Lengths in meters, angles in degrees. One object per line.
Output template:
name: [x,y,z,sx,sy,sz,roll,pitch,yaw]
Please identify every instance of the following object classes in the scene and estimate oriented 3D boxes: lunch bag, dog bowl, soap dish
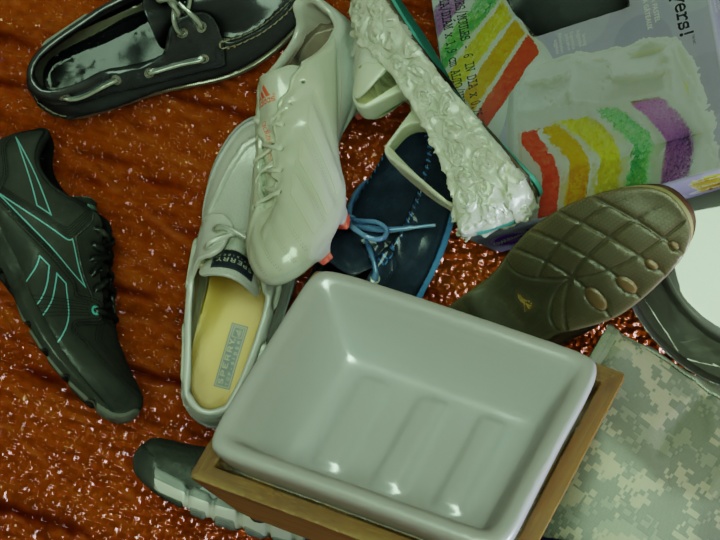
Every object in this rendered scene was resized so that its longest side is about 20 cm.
lunch bag: [0.165,0.153,1.582,0.164,0.118,0.200,34,90,8]
dog bowl: [0.253,-0.020,1.628,0.200,0.059,0.200,0,83,4]
soap dish: [0.029,0.097,1.499,0.200,0.081,0.157,18,57,20]

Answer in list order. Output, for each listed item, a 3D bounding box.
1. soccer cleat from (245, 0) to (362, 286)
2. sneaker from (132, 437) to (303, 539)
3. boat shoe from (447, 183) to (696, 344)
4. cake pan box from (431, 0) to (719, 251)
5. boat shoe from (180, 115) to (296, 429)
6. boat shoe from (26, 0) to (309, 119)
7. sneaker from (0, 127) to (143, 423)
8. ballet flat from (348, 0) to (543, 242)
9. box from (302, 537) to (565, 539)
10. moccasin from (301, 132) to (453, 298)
soccer cleat: [-0.040,-0.079,1.605,0.069,0.078,0.200,-14,44,33]
sneaker: [-0.030,0.110,1.598,0.200,0.075,0.116,21,96,1]
boat shoe: [0.122,0.005,1.586,0.200,0.068,0.072,-37,88,32]
cake pan box: [0.140,-0.129,1.609,0.184,0.052,0.200,-14,74,25]
boat shoe: [-0.075,-0.002,1.637,0.071,0.070,0.200,13,84,5]
boat shoe: [-0.118,-0.149,1.652,0.200,0.063,0.073,-23,84,8]
sneaker: [-0.184,0.001,1.641,0.079,0.075,0.200,-32,83,-4]
ballet flat: [0.034,-0.099,1.590,0.072,0.072,0.200,-33,63,-1]
box: [0.062,0.209,1.522,0.200,0.032,0.121,6,96,11]
moccasin: [0.000,0.000,1.620,0.068,0.080,0.200,25,82,-33]
